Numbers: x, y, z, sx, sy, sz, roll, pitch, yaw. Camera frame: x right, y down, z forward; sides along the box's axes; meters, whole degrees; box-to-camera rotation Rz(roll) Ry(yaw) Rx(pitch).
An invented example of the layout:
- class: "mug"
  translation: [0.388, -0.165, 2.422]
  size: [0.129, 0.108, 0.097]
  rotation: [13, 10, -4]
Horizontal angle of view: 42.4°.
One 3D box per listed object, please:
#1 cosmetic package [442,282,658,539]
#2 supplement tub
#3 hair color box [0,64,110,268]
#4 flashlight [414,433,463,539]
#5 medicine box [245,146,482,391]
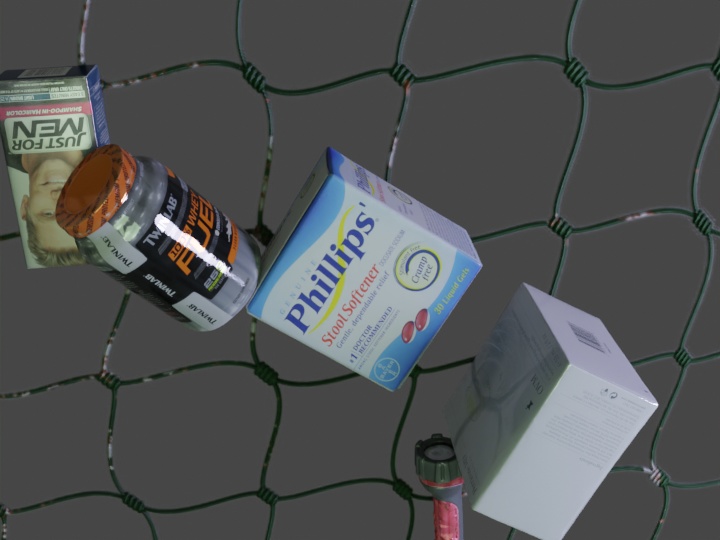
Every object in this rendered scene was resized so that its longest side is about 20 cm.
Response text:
- class: "cosmetic package"
  translation: [0.203, 0.157, 1.059]
  size: [0.121, 0.200, 0.202]
  rotation: [23, 109, -14]
- class: "supplement tub"
  translation: [-0.205, -0.033, 0.953]
  size: [0.122, 0.123, 0.200]
  rotation: [-40, 133, 12]
- class: "hair color box"
  translation: [-0.315, -0.108, 0.980]
  size: [0.098, 0.061, 0.203]
  rotation: [-4, 114, -3]
- class: "flashlight"
  translation: [0.105, 0.311, 1.187]
  size: [0.066, 0.068, 0.203]
  rotation: [-5, 112, -4]
- class: "medicine box"
  translation: [0.000, 0.000, 1.029]
  size: [0.198, 0.103, 0.183]
  rotation: [29, 108, -16]
